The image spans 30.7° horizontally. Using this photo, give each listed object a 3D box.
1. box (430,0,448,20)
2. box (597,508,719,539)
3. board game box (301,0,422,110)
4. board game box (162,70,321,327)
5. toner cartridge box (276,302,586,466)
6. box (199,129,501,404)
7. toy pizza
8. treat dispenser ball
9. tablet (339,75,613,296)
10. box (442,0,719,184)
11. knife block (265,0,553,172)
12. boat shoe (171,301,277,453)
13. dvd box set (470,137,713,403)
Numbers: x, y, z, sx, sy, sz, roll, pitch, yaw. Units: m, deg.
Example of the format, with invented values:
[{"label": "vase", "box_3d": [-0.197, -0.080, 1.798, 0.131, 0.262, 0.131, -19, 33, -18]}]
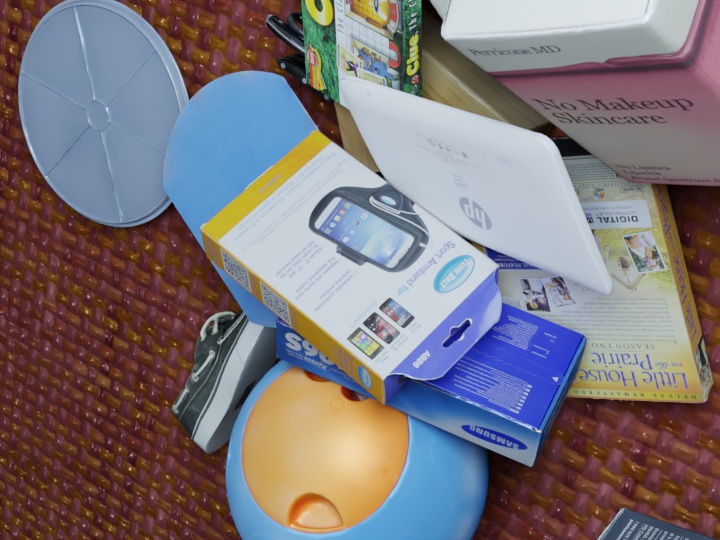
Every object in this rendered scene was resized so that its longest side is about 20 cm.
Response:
[{"label": "box", "box_3d": [0.076, -0.262, 0.849, 0.109, 0.127, 0.201, -36, 84, 37]}, {"label": "box", "box_3d": [0.246, 0.273, 0.878, 0.199, 0.107, 0.150, 12, 133, 42]}, {"label": "board game box", "box_3d": [-0.001, -0.190, 0.856, 0.105, 0.023, 0.202, 37, 144, 37]}, {"label": "board game box", "box_3d": [-0.065, -0.059, 1.029, 0.158, 0.039, 0.201, -39, 82, 35]}, {"label": "toner cartridge box", "box_3d": [0.048, 0.054, 0.918, 0.198, 0.095, 0.043, 22, 140, 16]}, {"label": "box", "box_3d": [0.000, 0.000, 0.898, 0.200, 0.119, 0.042, 39, 156, 22]}, {"label": "toy pizza", "box_3d": [-0.220, -0.138, 1.146, 0.198, 0.032, 0.203, 11, 112, 29]}, {"label": "treat dispenser ball", "box_3d": [-0.003, 0.151, 0.990, 0.199, 0.200, 0.203, 11, 111, 30]}, {"label": "tablet", "box_3d": [0.070, -0.056, 0.840, 0.199, 0.014, 0.131, 26, 154, 48]}, {"label": "box", "box_3d": [0.158, -0.132, 0.698, 0.127, 0.199, 0.110, 5, 75, 44]}, {"label": "knife block", "box_3d": [0.029, -0.163, 0.951, 0.198, 0.064, 0.178, -3, 104, 35]}, {"label": "boat shoe", "box_3d": [-0.113, 0.072, 1.119, 0.064, 0.071, 0.201, 41, 125, 14]}, {"label": "dvd box set", "box_3d": [0.153, 0.002, 0.902, 0.145, 0.029, 0.202, -1, 124, 34]}]
